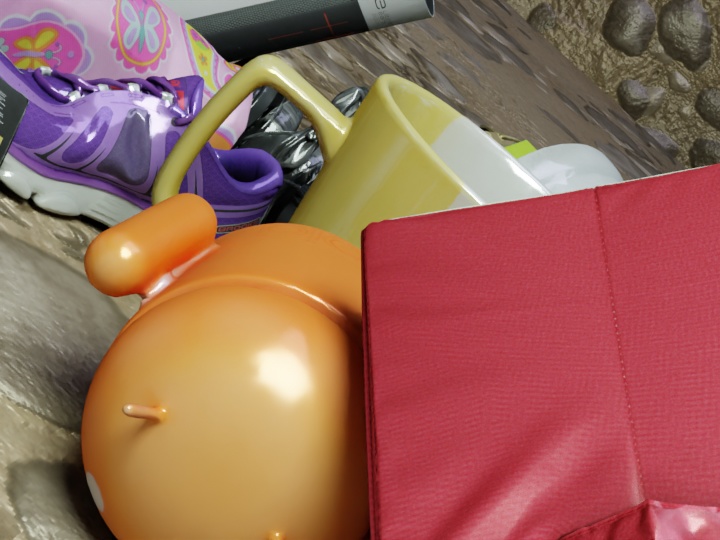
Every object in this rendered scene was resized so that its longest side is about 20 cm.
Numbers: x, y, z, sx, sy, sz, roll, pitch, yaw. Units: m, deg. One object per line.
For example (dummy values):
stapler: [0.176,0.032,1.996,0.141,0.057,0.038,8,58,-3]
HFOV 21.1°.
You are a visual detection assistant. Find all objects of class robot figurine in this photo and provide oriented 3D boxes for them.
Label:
robot figurine: [-0.039,0.048,0.723,0.116,0.145,0.200,2,14,6]

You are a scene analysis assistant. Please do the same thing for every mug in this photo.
mug: [0.007,0.004,0.888,0.187,0.153,0.149,48,16,22]

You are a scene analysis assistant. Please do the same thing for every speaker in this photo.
speaker: [-0.060,-0.159,1.068,0.081,0.198,0.082,-11,90,-82]

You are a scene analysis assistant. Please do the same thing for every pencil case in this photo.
pencil case: [-0.148,-0.115,0.962,0.199,0.088,0.088,32,18,-31]

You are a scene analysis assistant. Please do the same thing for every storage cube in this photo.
storage cube: [0.102,0.087,0.654,0.201,0.169,0.181,67,15,-50]

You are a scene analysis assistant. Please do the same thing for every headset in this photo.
headset: [-0.036,-0.069,1.077,0.124,0.094,0.200,51,1,-4]

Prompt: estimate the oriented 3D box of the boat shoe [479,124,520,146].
boat shoe: [0.103,-0.083,1.536,0.067,0.074,0.200,52,17,15]

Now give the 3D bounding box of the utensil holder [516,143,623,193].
utensil holder: [0.120,0.064,0.988,0.200,0.170,0.170,52,18,27]

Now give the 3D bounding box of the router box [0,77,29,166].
router box: [-0.228,-0.087,0.737,0.200,0.052,0.157,39,15,-14]

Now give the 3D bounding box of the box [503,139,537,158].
box: [0.053,-0.014,1.120,0.048,0.122,0.200,45,15,6]

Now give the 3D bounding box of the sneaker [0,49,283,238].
sneaker: [-0.119,-0.070,0.913,0.199,0.084,0.081,28,20,-41]
